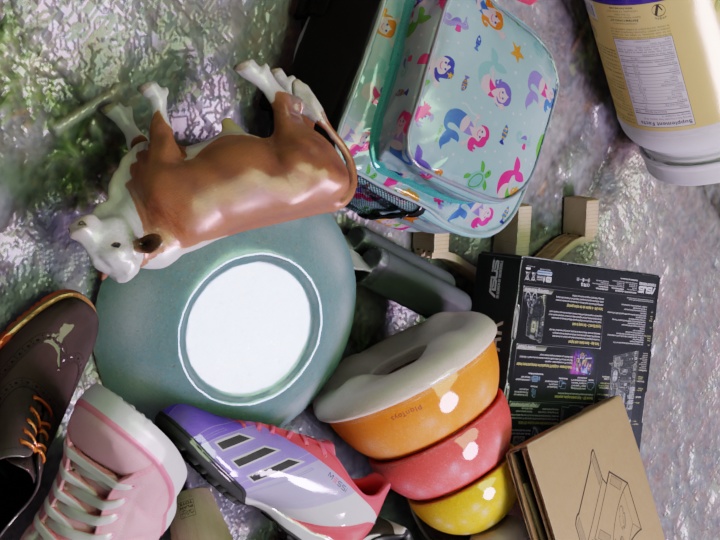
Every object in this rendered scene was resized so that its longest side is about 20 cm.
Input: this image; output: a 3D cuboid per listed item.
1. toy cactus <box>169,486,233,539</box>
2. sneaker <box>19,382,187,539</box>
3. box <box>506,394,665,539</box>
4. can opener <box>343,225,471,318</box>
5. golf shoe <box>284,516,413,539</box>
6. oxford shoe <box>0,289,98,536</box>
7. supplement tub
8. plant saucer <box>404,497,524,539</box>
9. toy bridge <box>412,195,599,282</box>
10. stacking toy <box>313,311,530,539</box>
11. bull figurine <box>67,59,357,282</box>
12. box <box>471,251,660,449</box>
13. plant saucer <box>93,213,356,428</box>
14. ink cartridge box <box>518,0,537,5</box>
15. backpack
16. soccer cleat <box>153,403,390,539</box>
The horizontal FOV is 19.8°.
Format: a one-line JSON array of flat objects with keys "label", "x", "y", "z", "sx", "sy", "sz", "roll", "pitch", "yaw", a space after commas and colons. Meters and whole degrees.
[{"label": "toy cactus", "x": -0.103, "y": 0.229, "z": 1.402, "sx": 0.102, "sy": 0.200, "sz": 0.165, "roll": 27, "pitch": 41, "yaw": -61}, {"label": "sneaker", "x": -0.169, "y": 0.154, "z": 1.306, "sx": 0.105, "sy": 0.075, "sz": 0.200, "roll": -50, "pitch": 165, "yaw": -24}, {"label": "box", "x": 0.177, "y": 0.190, "z": 1.545, "sx": 0.200, "sy": 0.021, "sz": 0.164, "roll": -16, "pitch": 89, "yaw": -63}, {"label": "can opener", "x": 0.000, "y": 0.000, "z": 1.517, "sx": 0.200, "sy": 0.053, "sz": 0.066, "roll": 21, "pitch": 114, "yaw": -43}, {"label": "golf shoe", "x": -0.023, "y": 0.254, "z": 1.469, "sx": 0.078, "sy": 0.094, "sz": 0.200, "roll": 55, "pitch": 43, "yaw": -43}, {"label": "oxford shoe", "x": -0.213, "y": 0.103, "z": 1.303, "sx": 0.071, "sy": 0.073, "sz": 0.200, "roll": 42, "pitch": 68, "yaw": -39}, {"label": "supplement tub", "x": 0.266, "y": -0.185, "z": 1.666, "sx": 0.145, "sy": 0.145, "sz": 0.200, "roll": -40, "pitch": 123, "yaw": -32}, {"label": "plant saucer", "x": 0.095, "y": 0.129, "z": 1.636, "sx": 0.200, "sy": 0.034, "sz": 0.200, "roll": -9, "pitch": 103, "yaw": -43}, {"label": "toy bridge", "x": 0.120, "y": -0.021, "z": 1.636, "sx": 0.200, "sy": 0.027, "sz": 0.067, "roll": -6, "pitch": 102, "yaw": -44}, {"label": "stacking toy", "x": 0.067, "y": 0.143, "z": 1.502, "sx": 0.146, "sy": 0.146, "sz": 0.200, "roll": -33, "pitch": 102, "yaw": -35}, {"label": "bull figurine", "x": -0.103, "y": -0.065, "z": 1.340, "sx": 0.200, "sy": 0.065, "sz": 0.122, "roll": -13, "pitch": 81, "yaw": -21}, {"label": "box", "x": 0.159, "y": 0.073, "z": 1.629, "sx": 0.200, "sy": 0.044, "sz": 0.160, "roll": 6, "pitch": 91, "yaw": -50}, {"label": "plant saucer", "x": -0.082, "y": 0.035, "z": 1.406, "sx": 0.201, "sy": 0.039, "sz": 0.201, "roll": -10, "pitch": 111, "yaw": -28}, {"label": "ink cartridge box", "x": 0.088, "y": -0.267, "z": 1.409, "sx": 0.145, "sy": 0.200, "sz": 0.084, "roll": 21, "pitch": 80, "yaw": -5}, {"label": "backpack", "x": 0.053, "y": -0.116, "z": 1.477, "sx": 0.200, "sy": 0.150, "sz": 0.178, "roll": 32, "pitch": 72, "yaw": -47}, {"label": "soccer cleat", "x": -0.060, "y": 0.131, "z": 1.413, "sx": 0.200, "sy": 0.068, "sz": 0.073, "roll": 39, "pitch": 87, "yaw": -37}]
